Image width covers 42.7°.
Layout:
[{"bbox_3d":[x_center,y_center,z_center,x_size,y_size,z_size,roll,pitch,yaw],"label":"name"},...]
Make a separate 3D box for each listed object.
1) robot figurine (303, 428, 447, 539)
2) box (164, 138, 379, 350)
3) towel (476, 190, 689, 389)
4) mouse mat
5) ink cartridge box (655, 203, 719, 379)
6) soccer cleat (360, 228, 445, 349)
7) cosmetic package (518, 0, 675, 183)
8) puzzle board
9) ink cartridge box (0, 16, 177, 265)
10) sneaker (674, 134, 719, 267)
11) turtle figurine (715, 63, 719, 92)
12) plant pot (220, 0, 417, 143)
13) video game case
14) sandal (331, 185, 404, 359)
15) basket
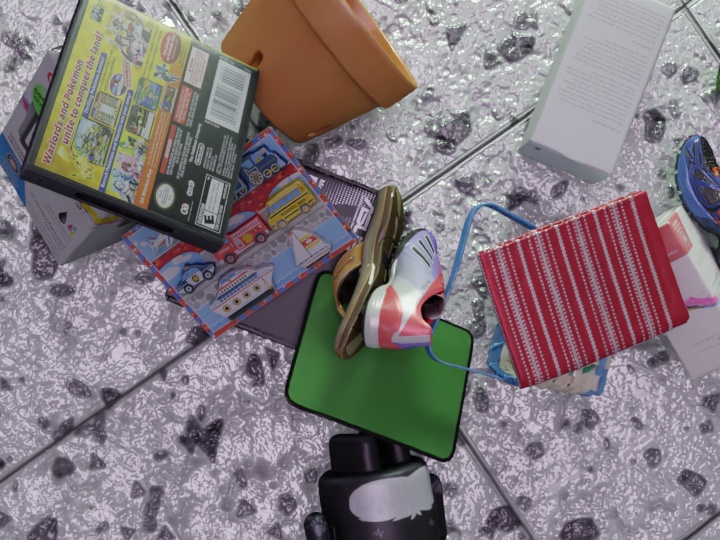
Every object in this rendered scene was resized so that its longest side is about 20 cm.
[{"bbox_3d":[0.020,0.270,0.983,0.149,0.125,0.202,-10,88,1],"label":"robot figurine"},{"bbox_3d":[-0.093,-0.026,1.029,0.192,0.048,0.201,22,87,-1],"label":"box"},{"bbox_3d":[0.224,0.017,0.917,0.199,0.022,0.146,-20,91,-12],"label":"towel"},{"bbox_3d":[0.025,0.101,0.985,0.199,0.008,0.162,22,59,-13],"label":"mouse mat"},{"bbox_3d":[0.365,0.038,1.001,0.067,0.116,0.201,-31,88,29],"label":"ink cartridge box"},{"bbox_3d":[0.061,0.020,0.963,0.073,0.200,0.069,8,120,16],"label":"soccer cleat"},{"bbox_3d":[0.264,-0.212,1.037,0.101,0.071,0.201,23,87,-1],"label":"cosmetic package"},{"bbox_3d":[-0.124,-0.032,0.950,0.199,0.017,0.151,-33,111,15],"label":"puzzle board"},{"bbox_3d":[-0.249,-0.128,0.930,0.146,0.200,0.147,-30,88,-42],"label":"ink cartridge box"},{"bbox_3d":[0.419,-0.065,1.016,0.078,0.075,0.201,-34,80,41],"label":"sneaker"},{"bbox_3d":[0.495,-0.231,0.997,0.192,0.145,0.201,10,44,16],"label":"turtle figurine"},{"bbox_3d":[-0.053,-0.232,0.978,0.140,0.200,0.201,-36,89,13],"label":"plant pot"},{"bbox_3d":[-0.189,-0.136,0.830,0.180,0.025,0.201,22,59,-26],"label":"video game case"},{"bbox_3d":[0.000,0.000,0.976,0.054,0.080,0.201,9,69,16],"label":"sandal"},{"bbox_3d":[0.182,0.039,0.989,0.199,0.139,0.178,20,87,-10],"label":"basket"}]
